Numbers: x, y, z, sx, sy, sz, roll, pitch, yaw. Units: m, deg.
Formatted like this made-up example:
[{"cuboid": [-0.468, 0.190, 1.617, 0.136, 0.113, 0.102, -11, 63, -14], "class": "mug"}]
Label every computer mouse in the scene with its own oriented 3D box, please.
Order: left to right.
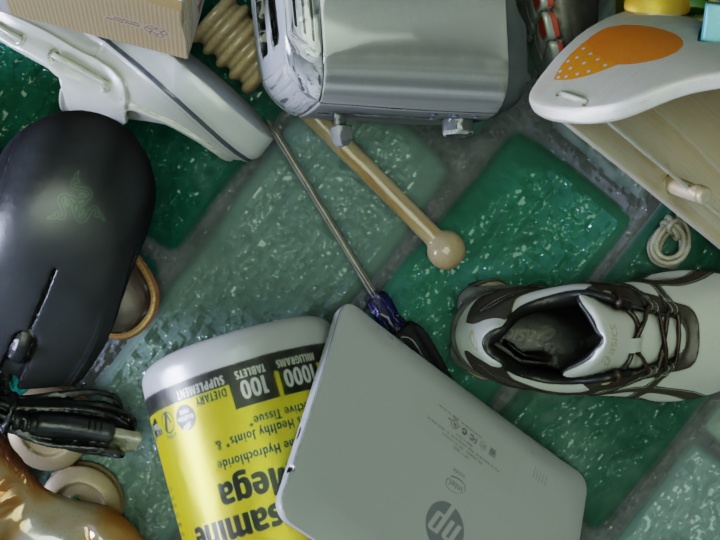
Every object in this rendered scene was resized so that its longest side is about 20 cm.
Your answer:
[{"cuboid": [-0.164, 0.015, 0.790, 0.137, 0.053, 0.202, 14, 112, -14], "class": "computer mouse"}]

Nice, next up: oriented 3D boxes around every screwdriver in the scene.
[{"cuboid": [0.000, 0.000, 0.856, 0.028, 0.029, 0.201, -31, 91, 3], "class": "screwdriver"}]

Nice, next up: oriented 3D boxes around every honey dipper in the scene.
[{"cuboid": [-0.014, -0.074, 0.845, 0.200, 0.038, 0.038, 44, 94, -8], "class": "honey dipper"}]

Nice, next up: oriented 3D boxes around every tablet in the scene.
[{"cuboid": [0.046, 0.120, 0.799, 0.199, 0.014, 0.131, 37, 52, -25], "class": "tablet"}]

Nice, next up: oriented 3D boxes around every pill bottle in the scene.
[{"cuboid": [-0.041, 0.135, 0.802, 0.111, 0.112, 0.202, -17, 81, 2], "class": "pill bottle"}]

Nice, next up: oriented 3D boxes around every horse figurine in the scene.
[{"cuboid": [-0.180, 0.166, 0.834, 0.199, 0.050, 0.134, 28, 98, -11], "class": "horse figurine"}]

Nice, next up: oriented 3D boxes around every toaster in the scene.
[{"cuboid": [0.010, -0.168, 0.782, 0.128, 0.114, 0.203, -5, 91, -14], "class": "toaster"}]

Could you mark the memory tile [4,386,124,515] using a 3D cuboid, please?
[{"cuboid": [-0.200, 0.180, 0.874, 0.152, 0.017, 0.202, -21, 95, 2], "class": "memory tile"}]

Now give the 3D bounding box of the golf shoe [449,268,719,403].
[{"cuboid": [0.150, 0.041, 0.824, 0.197, 0.094, 0.079, -4, 94, -1], "class": "golf shoe"}]

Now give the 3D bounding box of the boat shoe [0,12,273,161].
[{"cuboid": [-0.142, -0.111, 0.821, 0.199, 0.072, 0.066, 35, 99, -2], "class": "boat shoe"}]

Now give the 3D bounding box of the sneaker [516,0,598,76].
[{"cuboid": [0.124, -0.195, 0.811, 0.081, 0.077, 0.203, -7, 96, -3], "class": "sneaker"}]

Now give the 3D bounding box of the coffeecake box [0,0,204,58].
[{"cuboid": [-0.139, -0.232, 0.776, 0.152, 0.073, 0.202, 14, 74, -1], "class": "coffeecake box"}]

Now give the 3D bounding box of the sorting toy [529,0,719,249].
[{"cuboid": [0.219, -0.067, 0.725, 0.199, 0.179, 0.108, 32, 82, -37], "class": "sorting toy"}]

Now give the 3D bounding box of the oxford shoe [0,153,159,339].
[{"cuboid": [-0.200, -0.026, 0.826, 0.199, 0.073, 0.072, 35, 94, -3], "class": "oxford shoe"}]

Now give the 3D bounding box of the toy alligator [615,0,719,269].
[{"cuboid": [0.176, -0.099, 0.829, 0.058, 0.054, 0.203, -2, 95, 1], "class": "toy alligator"}]
